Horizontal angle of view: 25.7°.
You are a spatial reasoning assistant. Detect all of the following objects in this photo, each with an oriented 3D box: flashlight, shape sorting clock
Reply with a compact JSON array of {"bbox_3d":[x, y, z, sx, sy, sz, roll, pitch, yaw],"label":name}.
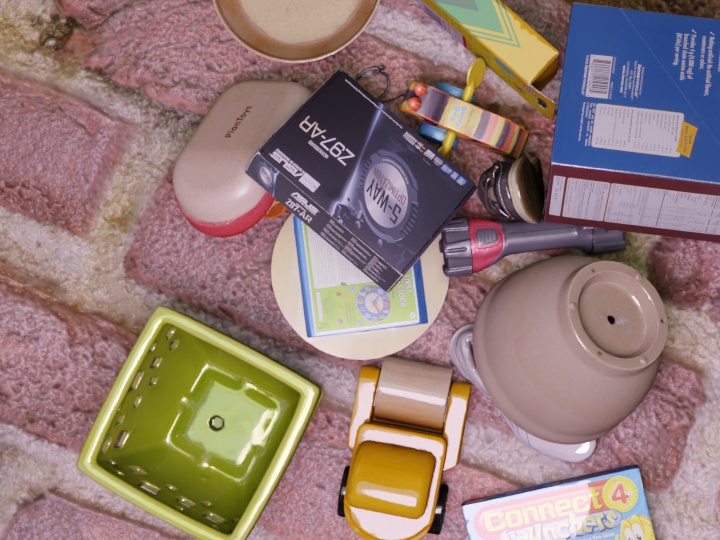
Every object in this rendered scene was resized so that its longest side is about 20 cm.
[{"bbox_3d":[0.187,-0.033,1.728,0.200,0.068,0.068,-6,122,-3],"label":"flashlight"},{"bbox_3d":[0.000,0.000,1.761,0.200,0.039,0.200,0,85,2],"label":"shape sorting clock"}]

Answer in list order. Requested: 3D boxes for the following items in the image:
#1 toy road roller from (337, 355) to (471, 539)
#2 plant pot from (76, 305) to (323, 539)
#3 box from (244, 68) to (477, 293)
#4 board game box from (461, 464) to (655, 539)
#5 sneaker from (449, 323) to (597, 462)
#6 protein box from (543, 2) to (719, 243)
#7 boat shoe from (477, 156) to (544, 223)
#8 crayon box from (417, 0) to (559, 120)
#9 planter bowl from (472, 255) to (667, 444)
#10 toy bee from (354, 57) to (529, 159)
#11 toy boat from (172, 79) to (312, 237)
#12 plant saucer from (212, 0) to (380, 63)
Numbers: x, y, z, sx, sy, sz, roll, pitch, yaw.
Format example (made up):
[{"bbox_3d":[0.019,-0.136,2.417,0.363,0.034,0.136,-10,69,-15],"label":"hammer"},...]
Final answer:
[{"bbox_3d":[0.043,0.197,1.693,0.123,0.146,0.200,10,88,6],"label":"toy road roller"},{"bbox_3d":[-0.159,0.166,1.699,0.200,0.181,0.199,28,91,6],"label":"plant pot"},{"bbox_3d":[0.003,-0.097,1.664,0.200,0.044,0.160,41,55,1],"label":"box"},{"bbox_3d":[0.227,0.328,1.712,0.200,0.056,0.196,-14,86,5],"label":"board game box"},{"bbox_3d":[0.174,0.138,1.713,0.200,0.087,0.075,40,90,6],"label":"sneaker"},{"bbox_3d":[0.307,-0.155,1.660,0.200,0.135,0.199,8,66,6],"label":"protein box"},{"bbox_3d":[0.157,-0.083,1.673,0.066,0.201,0.072,-10,96,13],"label":"boat shoe"},{"bbox_3d":[0.150,-0.252,1.717,0.200,0.127,0.051,42,92,5],"label":"crayon box"},{"bbox_3d":[0.235,0.066,1.642,0.200,0.135,0.200,9,65,-21],"label":"planter bowl"},{"bbox_3d":[0.085,-0.168,1.729,0.200,0.109,0.131,1,89,6],"label":"toy bee"},{"bbox_3d":[-0.117,-0.110,1.743,0.130,0.131,0.200,6,49,31],"label":"toy boat"},{"bbox_3d":[-0.070,-0.331,1.789,0.200,0.035,0.200,0,86,6],"label":"plant saucer"}]
